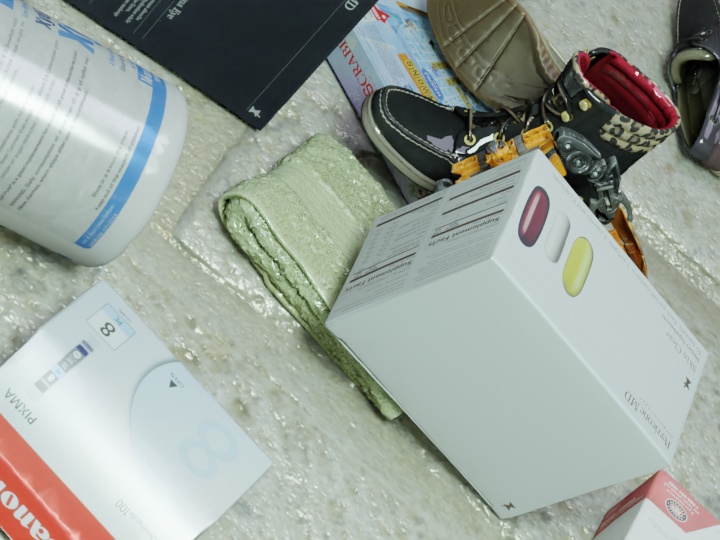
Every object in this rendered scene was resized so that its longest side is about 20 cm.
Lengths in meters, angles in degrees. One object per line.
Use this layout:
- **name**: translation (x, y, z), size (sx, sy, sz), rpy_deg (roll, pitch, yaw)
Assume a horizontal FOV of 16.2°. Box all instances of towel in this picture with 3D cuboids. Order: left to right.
- **towel**: translation (0.000, 0.000, 1.770), size (0.200, 0.036, 0.148), rpy_deg (50, 39, 3)

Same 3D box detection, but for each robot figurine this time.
- **robot figurine**: translation (0.130, -0.018, 1.787), size (0.058, 0.144, 0.201), rpy_deg (-98, 163, -55)

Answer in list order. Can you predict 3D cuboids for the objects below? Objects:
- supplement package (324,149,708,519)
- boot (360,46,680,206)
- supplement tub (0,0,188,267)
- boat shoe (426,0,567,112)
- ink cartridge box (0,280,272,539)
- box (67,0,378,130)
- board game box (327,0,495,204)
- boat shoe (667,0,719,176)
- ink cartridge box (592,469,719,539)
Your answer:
- **supplement package**: translation (0.107, 0.046, 1.692), size (0.200, 0.155, 0.111), rpy_deg (48, 44, -22)
- **boot**: translation (0.116, -0.106, 1.806), size (0.199, 0.150, 0.074), rpy_deg (29, 44, -21)
- **supplement tub**: translation (-0.221, -0.099, 1.582), size (0.199, 0.132, 0.133), rpy_deg (29, 43, -22)
- **boat shoe**: translation (0.126, -0.144, 1.918), size (0.200, 0.072, 0.065), rpy_deg (46, 4, 5)
- **ink cartridge box**: translation (-0.164, 0.114, 1.522), size (0.160, 0.047, 0.200), rpy_deg (48, 38, 0)
- **box**: translation (-0.081, -0.232, 1.761), size (0.182, 0.200, 0.105), rpy_deg (34, 40, -15)
- **board game box**: translation (0.081, -0.129, 1.942), size (0.199, 0.041, 0.201), rpy_deg (-12, 68, -45)
- **boat shoe**: translation (0.294, -0.171, 2.145), size (0.064, 0.072, 0.201), rpy_deg (22, 52, -34)
- **ink cartridge box**: translation (0.198, 0.244, 1.722), size (0.116, 0.067, 0.200), rpy_deg (43, 38, -4)
